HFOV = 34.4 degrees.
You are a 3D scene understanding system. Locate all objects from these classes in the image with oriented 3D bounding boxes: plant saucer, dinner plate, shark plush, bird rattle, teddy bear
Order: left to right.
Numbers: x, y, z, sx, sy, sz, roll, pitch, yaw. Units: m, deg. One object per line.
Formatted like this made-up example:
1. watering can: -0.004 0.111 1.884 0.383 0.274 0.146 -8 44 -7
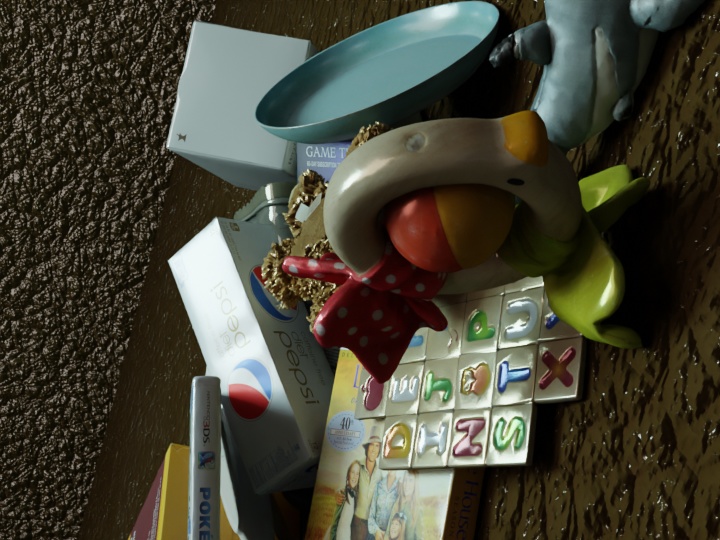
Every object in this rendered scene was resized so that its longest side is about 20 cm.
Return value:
1. dinner plate: -0.108 0.153 0.982 0.200 0.024 0.204 170 90 -74
2. teddy bear: -0.005 -0.021 0.781 0.199 0.066 0.147 -28 44 54
3. plant saucer: 0.015 -0.146 0.872 0.028 0.198 0.201 64 180 -25
4. bird rattle: 0.045 -0.024 0.594 0.163 0.197 0.114 57 -143 -53
5. shark plush: 0.109 -0.121 0.640 0.092 0.082 0.202 -98 26 -51

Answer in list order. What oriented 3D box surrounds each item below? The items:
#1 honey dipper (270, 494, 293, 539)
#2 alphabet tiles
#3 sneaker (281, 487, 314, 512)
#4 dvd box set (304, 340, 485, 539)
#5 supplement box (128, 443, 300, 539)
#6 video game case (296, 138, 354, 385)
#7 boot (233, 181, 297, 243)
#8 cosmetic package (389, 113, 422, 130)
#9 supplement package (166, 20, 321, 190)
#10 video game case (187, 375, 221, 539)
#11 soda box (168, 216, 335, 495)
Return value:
1. honey dipper: -0.070 0.215 0.988 0.201 0.037 0.038 55 132 50
2. alphabet tiles: 0.063 0.036 0.704 0.199 0.006 0.169 -15 62 52
3. sneaker: -0.052 0.155 1.043 0.201 0.073 0.088 -124 11 -54
4. dvd box set: 0.021 0.146 0.758 0.145 0.029 0.203 1 78 54
5. supplement box: -0.149 0.310 1.102 0.201 0.131 0.199 119 157 -44
6. video game case: 0.000 0.000 0.853 0.142 0.019 0.204 10 103 52
7. boot: -0.073 0.040 1.013 0.182 0.071 0.204 123 142 -77
8. cosmetic package: 0.008 -0.077 0.969 0.201 0.072 0.104 -97 25 -50
9. supplement package: -0.088 -0.146 1.125 0.200 0.118 0.123 23 -101 -76
10. video game case: -0.116 0.183 0.852 0.200 0.022 0.186 123 148 -74
11. soda box: -0.073 0.062 0.879 0.063 0.068 0.202 -36 66 30
